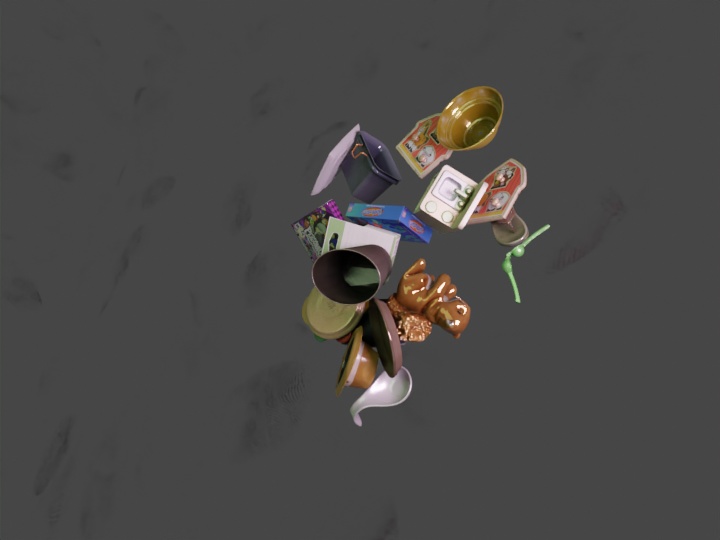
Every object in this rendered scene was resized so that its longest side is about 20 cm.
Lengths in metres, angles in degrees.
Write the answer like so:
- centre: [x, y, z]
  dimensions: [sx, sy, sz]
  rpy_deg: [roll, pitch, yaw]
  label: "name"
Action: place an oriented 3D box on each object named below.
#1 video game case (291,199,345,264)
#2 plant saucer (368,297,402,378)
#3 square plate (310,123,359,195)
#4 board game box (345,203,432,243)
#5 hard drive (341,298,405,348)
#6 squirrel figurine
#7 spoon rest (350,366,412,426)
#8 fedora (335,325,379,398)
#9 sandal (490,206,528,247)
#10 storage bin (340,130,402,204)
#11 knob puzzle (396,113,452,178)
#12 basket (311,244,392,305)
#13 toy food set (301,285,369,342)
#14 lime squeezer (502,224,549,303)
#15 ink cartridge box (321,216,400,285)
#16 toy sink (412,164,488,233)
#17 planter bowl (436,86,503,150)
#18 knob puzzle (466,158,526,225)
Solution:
- centre: [-0.097, -0.087, 1.564]
  dimensions: [0.181, 0.201, 0.036]
  rpy_deg: [-23, 9, 43]
  label: "video game case"
- centre: [0.061, 0.160, 1.281]
  dimensions: [0.029, 0.201, 0.201]
  rpy_deg: [-14, 50, -10]
  label: "plant saucer"
- centre: [-0.075, -0.349, 1.686]
  dimensions: [0.200, 0.028, 0.198]
  rpy_deg: [-55, 0, -39]
  label: "square plate"
- centre: [0.079, -0.132, 1.467]
  dimensions: [0.199, 0.152, 0.045]
  rpy_deg: [10, 75, 43]
  label: "board game box"
- centre: [0.044, 0.147, 1.428]
  dimensions: [0.199, 0.042, 0.136]
  rpy_deg: [-6, 64, 37]
  label: "hard drive"
- centre: [0.164, 0.103, 1.288]
  dimensions: [0.200, 0.142, 0.187]
  rpy_deg: [-41, 63, -8]
  label: "squirrel figurine"
- centre: [0.048, 0.318, 1.324]
  dimensions: [0.200, 0.061, 0.100]
  rpy_deg: [-42, 47, 16]
  label: "spoon rest"
- centre: [-0.003, 0.241, 1.342]
  dimensions: [0.201, 0.081, 0.202]
  rpy_deg: [-162, 90, -86]
  label: "fedora"
- centre: [0.350, -0.137, 1.299]
  dimensions: [0.080, 0.057, 0.202]
  rpy_deg: [-28, 47, 20]
  label: "sandal"
- centre: [0.016, -0.314, 1.636]
  dimensions: [0.134, 0.145, 0.201]
  rpy_deg: [-45, 46, 27]
  label: "storage bin"
- centre: [0.210, -0.396, 1.568]
  dimensions: [0.219, 0.030, 0.221]
  rpy_deg: [-20, 56, 32]
  label: "knob puzzle"
- centre: [0.000, 0.000, 1.347]
  dimensions: [0.179, 0.200, 0.137]
  rpy_deg: [6, 102, 21]
  label: "basket"
- centre: [-0.069, 0.103, 1.462]
  dimensions: [0.200, 0.049, 0.198]
  rpy_deg: [-47, 54, 4]
  label: "toy food set"
- centre: [0.376, -0.028, 1.241]
  dimensions: [0.070, 0.038, 0.201]
  rpy_deg: [17, 79, 44]
  label: "lime squeezer"
- centre: [-0.003, -0.059, 1.470]
  dimensions: [0.199, 0.048, 0.146]
  rpy_deg: [19, 109, 14]
  label: "ink cartridge box"
- centre: [0.218, -0.180, 1.332]
  dimensions: [0.131, 0.112, 0.200]
  rpy_deg: [-60, 4, 0]
  label: "toy sink"
- centre: [0.315, -0.398, 1.453]
  dimensions: [0.200, 0.083, 0.201]
  rpy_deg: [-19, 57, 32]
  label: "planter bowl"
- centre: [0.335, -0.208, 1.328]
  dimensions: [0.220, 0.030, 0.220]
  rpy_deg: [-42, 24, 24]
  label: "knob puzzle"
